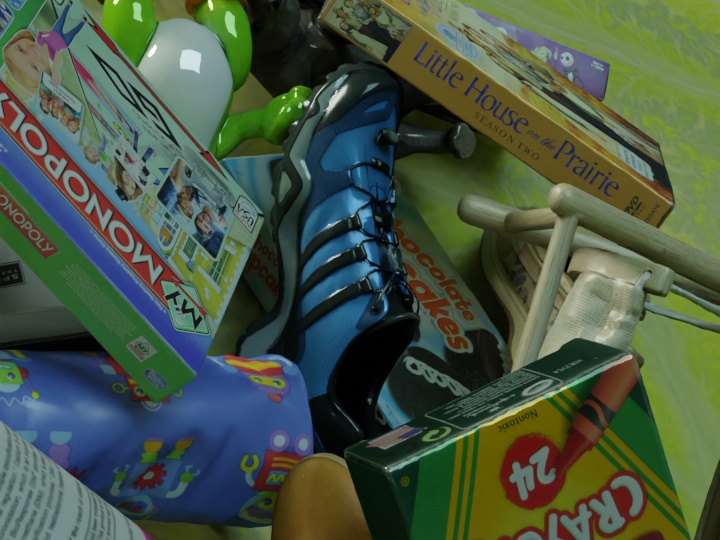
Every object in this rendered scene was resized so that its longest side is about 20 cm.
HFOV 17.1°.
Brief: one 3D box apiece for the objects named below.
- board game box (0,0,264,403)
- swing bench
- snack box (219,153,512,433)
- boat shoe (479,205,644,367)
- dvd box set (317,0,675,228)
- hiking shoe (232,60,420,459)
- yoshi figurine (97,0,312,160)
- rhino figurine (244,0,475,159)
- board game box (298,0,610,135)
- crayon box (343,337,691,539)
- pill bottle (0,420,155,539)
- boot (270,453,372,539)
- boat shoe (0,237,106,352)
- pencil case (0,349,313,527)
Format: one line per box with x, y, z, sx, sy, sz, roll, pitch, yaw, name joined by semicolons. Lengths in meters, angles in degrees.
-0.128;-0.055;1.051;0.200;0.029;0.135;49;29;-19;board game box
0.126;0.086;1.151;0.199;0.130;0.200;20;83;-19;swing bench
0.009;0.021;1.281;0.116;0.037;0.201;-7;55;-44;snack box
0.115;0.018;1.317;0.073;0.063;0.200;41;19;-27;boat shoe
0.071;-0.096;1.237;0.199;0.029;0.146;35;15;-5;dvd box set
0.000;0.000;1.173;0.086;0.202;0.074;15;2;33;hiking shoe
-0.087;-0.069;1.188;0.112;0.112;0.202;15;72;-64;yoshi figurine
-0.022;-0.115;1.327;0.200;0.087;0.060;33;62;-47;rhino figurine
0.031;-0.129;1.393;0.199;0.120;0.033;20;77;-22;board game box
0.085;0.147;1.040;0.126;0.051;0.201;-24;105;-20;crayon box
-0.178;0.103;0.944;0.200;0.113;0.114;41;33;-25;pill bottle
-0.040;0.175;1.018;0.143;0.071;0.203;6;68;-48;boot
-0.192;0.022;1.094;0.198;0.066;0.070;-9;54;-14;boat shoe
-0.115;0.078;1.085;0.199;0.087;0.078;3;36;-35;pencil case
